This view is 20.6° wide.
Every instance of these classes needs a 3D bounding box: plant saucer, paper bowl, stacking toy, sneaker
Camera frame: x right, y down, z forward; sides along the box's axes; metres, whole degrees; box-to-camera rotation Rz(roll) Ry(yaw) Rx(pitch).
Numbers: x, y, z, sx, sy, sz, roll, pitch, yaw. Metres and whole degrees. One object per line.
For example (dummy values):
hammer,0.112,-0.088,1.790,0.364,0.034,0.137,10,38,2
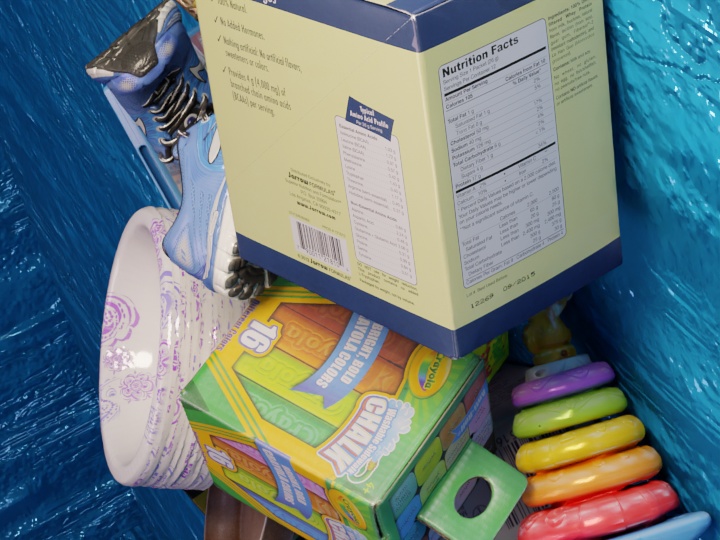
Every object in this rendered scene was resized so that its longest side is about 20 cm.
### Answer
plant saucer,-0.076,0.156,1.488,0.200,0.034,0.201,-168,90,-73
paper bowl,-0.120,0.058,1.435,0.200,0.104,0.202,-175,90,-69
stacking toy,0.136,0.096,1.281,0.110,0.115,0.201,148,107,-72
sneaker,-0.074,-0.088,1.232,0.089,0.201,0.078,20,177,29
sneaker,-0.133,-0.129,1.402,0.089,0.078,0.200,50,-179,4

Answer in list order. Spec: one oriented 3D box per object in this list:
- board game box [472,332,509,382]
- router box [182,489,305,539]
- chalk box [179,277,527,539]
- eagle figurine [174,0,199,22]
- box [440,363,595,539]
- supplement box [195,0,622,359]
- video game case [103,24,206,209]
board game box,0.000,0.000,1.290,0.199,0.048,0.102,29,154,22
router box,-0.052,0.158,1.730,0.157,0.200,0.052,53,173,-35
chalk box,0.007,0.107,1.261,0.199,0.125,0.124,25,153,24
eagle figurine,-0.061,-0.221,1.400,0.151,0.151,0.200,27,133,-12
box,0.064,0.157,1.434,0.105,0.183,0.200,64,166,-9
supplement box,0.025,-0.092,1.109,0.200,0.134,0.201,24,132,45
video game case,-0.114,-0.084,1.578,0.018,0.143,0.201,-20,104,34
